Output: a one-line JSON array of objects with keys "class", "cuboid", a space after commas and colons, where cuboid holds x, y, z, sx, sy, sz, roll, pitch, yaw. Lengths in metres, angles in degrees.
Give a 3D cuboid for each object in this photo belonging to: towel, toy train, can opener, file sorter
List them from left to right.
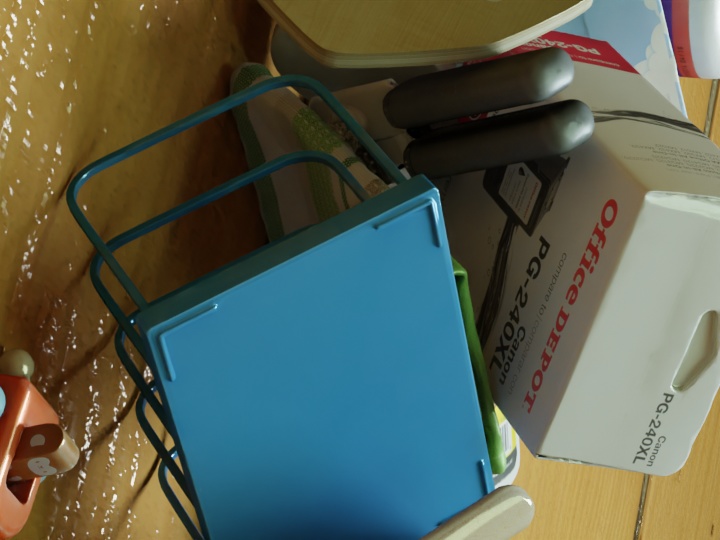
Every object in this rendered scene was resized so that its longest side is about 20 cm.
[{"class": "toy train", "cuboid": [-0.128, 0.135, 1.092, 0.200, 0.055, 0.151, 67, 34, -53]}, {"class": "file sorter", "cuboid": [-0.039, 0.034, 1.169, 0.138, 0.123, 0.201, -27, 135, -14]}, {"class": "towel", "cuboid": [0.000, 0.000, 1.270, 0.031, 0.200, 0.150, -30, 135, -14]}, {"class": "can opener", "cuboid": [0.042, -0.075, 1.242, 0.066, 0.200, 0.053, -31, 103, -30]}]

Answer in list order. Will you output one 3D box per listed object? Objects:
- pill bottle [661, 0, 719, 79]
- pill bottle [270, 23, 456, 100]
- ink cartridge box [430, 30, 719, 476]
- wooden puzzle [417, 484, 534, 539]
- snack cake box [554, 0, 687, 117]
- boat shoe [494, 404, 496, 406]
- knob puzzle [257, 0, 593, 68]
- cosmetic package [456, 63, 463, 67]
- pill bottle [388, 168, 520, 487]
[{"class": "pill bottle", "cuboid": [0.133, -0.177, 1.546, 0.112, 0.198, 0.113, 5, 90, -71]}, {"class": "pill bottle", "cuboid": [0.022, -0.186, 1.347, 0.117, 0.115, 0.201, 65, 35, -56]}, {"class": "ink cartridge box", "cuboid": [0.105, -0.014, 1.260, 0.200, 0.083, 0.146, 54, -51, 55]}, {"class": "wooden puzzle", "cuboid": [-0.020, 0.185, 1.175, 0.185, 0.046, 0.200, -29, 170, -33]}, {"class": "snack cake box", "cuboid": [0.139, -0.119, 1.429, 0.115, 0.067, 0.201, -86, 161, -73]}, {"class": "boat shoe", "cuboid": [0.015, 0.102, 1.341, 0.201, 0.072, 0.072, -66, -171, -7]}, {"class": "knob puzzle", "cuboid": [0.017, -0.157, 1.237, 0.031, 0.218, 0.220, 104, 7, -48]}, {"class": "cosmetic package", "cuboid": [0.050, -0.058, 1.513, 0.107, 0.089, 0.201, -64, 150, -53]}, {"class": "pill bottle", "cuboid": [0.030, 0.027, 1.436, 0.114, 0.113, 0.201, -53, 144, -57]}]
